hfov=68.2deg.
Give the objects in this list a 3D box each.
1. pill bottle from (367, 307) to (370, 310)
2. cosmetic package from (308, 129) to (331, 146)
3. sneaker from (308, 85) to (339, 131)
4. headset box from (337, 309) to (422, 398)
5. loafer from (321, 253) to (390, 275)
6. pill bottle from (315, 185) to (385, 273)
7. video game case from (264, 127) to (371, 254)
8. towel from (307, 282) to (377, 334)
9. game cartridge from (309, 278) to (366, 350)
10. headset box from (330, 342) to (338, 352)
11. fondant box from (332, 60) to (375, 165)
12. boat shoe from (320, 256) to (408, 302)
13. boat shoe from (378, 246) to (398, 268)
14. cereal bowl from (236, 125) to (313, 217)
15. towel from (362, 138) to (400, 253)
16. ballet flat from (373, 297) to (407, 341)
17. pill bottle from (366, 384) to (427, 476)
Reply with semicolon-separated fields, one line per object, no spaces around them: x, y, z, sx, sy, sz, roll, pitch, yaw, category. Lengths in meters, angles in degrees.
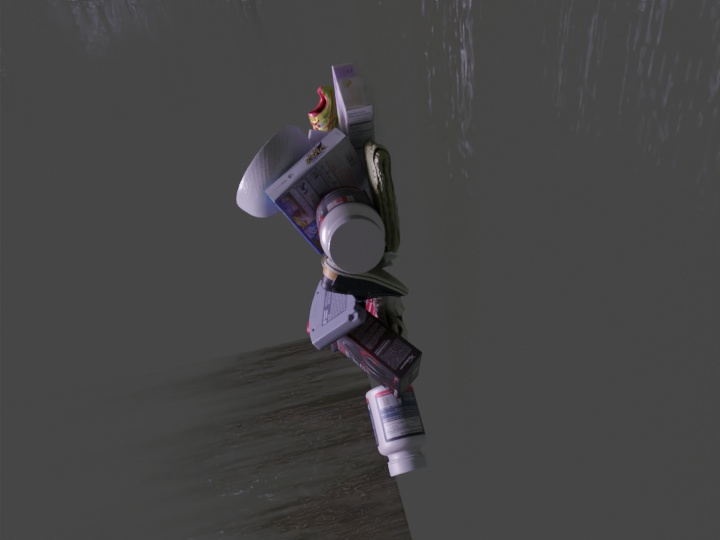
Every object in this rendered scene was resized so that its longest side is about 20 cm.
0.042;0.147;1.364;0.105;0.103;0.201;-107;6;-49;pill bottle
-0.091;-0.213;1.203;0.101;0.071;0.201;-112;29;-74;cosmetic package
-0.092;-0.355;1.300;0.078;0.090;0.201;35;115;53;sneaker
0.028;0.164;1.127;0.200;0.075;0.149;37;159;19;headset box
0.000;0.000;1.244;0.076;0.199;0.068;-49;-20;-45;loafer
-0.018;-0.075;0.949;0.200;0.115;0.117;-109;8;-68;pill bottle
-0.066;-0.151;1.055;0.045;0.181;0.200;44;175;37;video game case
-0.029;0.092;1.283;0.023;0.199;0.145;53;-136;-50;towel
-0.046;0.066;1.084;0.041;0.133;0.201;46;-155;-28;game cartridge
-0.019;0.139;1.507;0.077;0.199;0.150;-108;8;-56;headset box
-0.010;-0.299;1.093;0.201;0.058;0.145;85;172;-55;fondant box
0.008;0.025;1.004;0.075;0.199;0.063;44;113;47;boat shoe
0.035;-0.038;1.112;0.200;0.075;0.061;112;142;-84;boat shoe
-0.157;-0.186;1.075;0.083;0.201;0.200;36;173;2;cereal bowl
0.042;-0.143;1.001;0.148;0.036;0.201;-111;8;-69;towel
0.075;0.101;1.174;0.072;0.071;0.201;-110;7;-61;ballet flat
0.091;0.379;1.274;0.120;0.119;0.201;88;169;-67;pill bottle
